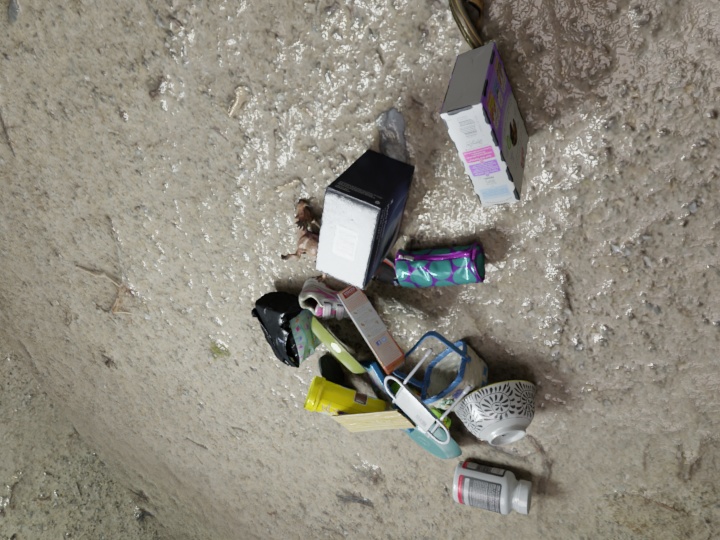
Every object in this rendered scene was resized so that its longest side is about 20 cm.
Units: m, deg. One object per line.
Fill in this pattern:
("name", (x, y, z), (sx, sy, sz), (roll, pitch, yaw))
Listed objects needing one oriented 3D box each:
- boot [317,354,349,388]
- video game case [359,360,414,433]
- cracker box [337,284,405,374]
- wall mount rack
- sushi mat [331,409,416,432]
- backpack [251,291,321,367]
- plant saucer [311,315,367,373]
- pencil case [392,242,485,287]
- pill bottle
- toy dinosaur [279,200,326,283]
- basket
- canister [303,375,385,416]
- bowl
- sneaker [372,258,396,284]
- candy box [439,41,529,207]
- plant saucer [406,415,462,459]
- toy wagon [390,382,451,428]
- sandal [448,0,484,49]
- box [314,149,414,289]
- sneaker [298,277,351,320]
("boot", (-0.098, 0.341, 1.576), (0.130, 0.068, 0.202), (-16, 111, 42))
("video game case", (0.064, 0.331, 1.428), (0.202, 0.018, 0.143), (60, 164, 0))
("cracker box", (0.028, 0.135, 1.241), (0.201, 0.057, 0.134), (56, 176, 16))
("wall mount rack", (0.153, 0.283, 1.217), (0.200, 0.074, 0.175), (42, 137, 19))
("sushi mat", (0.033, 0.374, 1.336), (0.198, 0.012, 0.096), (-14, 134, 31))
("backpack", (-0.189, 0.161, 1.453), (0.166, 0.126, 0.202), (17, 133, 47))
("plant saucer", (-0.063, 0.198, 1.392), (0.200, 0.031, 0.200), (45, 173, 7))
("pencil case", (0.169, -0.011, 1.168), (0.197, 0.086, 0.092), (-5, 147, 30))
("pill bottle", (0.359, 0.594, 1.465), (0.197, 0.111, 0.112), (4, 123, 27))
("toy dinosaur", (-0.100, -0.060, 1.288), (0.199, 0.086, 0.136), (35, 125, -5))
("basket", (0.197, 0.239, 1.289), (0.199, 0.140, 0.177), (33, 131, -7))
("canister", (-0.044, 0.357, 1.437), (0.197, 0.088, 0.149), (20, 161, -4))
("bowl", (0.328, 0.345, 1.254), (0.197, 0.095, 0.202), (-8, 143, -6))
("sneaker", (0.000, 0.000, 1.245), (0.198, 0.083, 0.077), (25, 150, -12))
("candy box", (0.214, -0.238, 0.898), (0.071, 0.169, 0.201), (-7, 136, 32))
("plant saucer", (0.180, 0.450, 1.457), (0.199, 0.036, 0.201), (34, 157, 16))
("toy wagon", (0.167, 0.350, 1.376), (0.155, 0.040, 0.199), (39, 169, -24))
("sandal", (0.169, -0.453, 0.880), (0.053, 0.080, 0.202), (-22, 106, 15))
("box", (0.011, -0.109, 1.111), (0.122, 0.199, 0.202), (22, 130, 12))
("sneaker", (-0.073, 0.093, 1.370), (0.197, 0.088, 0.082), (16, 128, 18))
